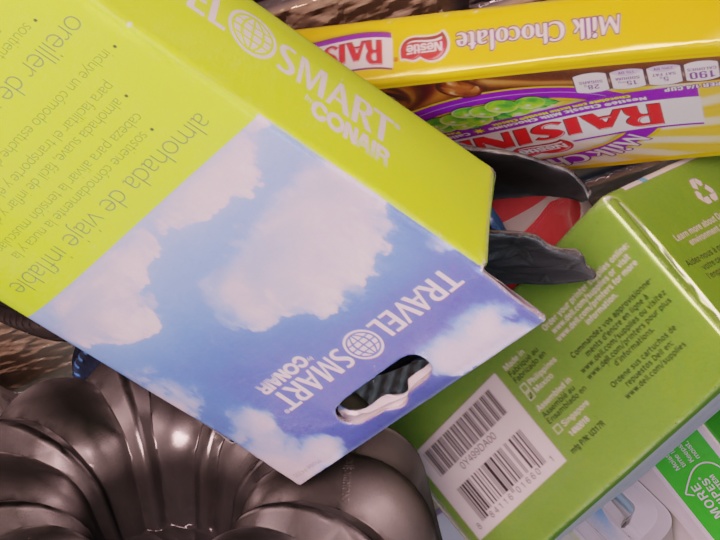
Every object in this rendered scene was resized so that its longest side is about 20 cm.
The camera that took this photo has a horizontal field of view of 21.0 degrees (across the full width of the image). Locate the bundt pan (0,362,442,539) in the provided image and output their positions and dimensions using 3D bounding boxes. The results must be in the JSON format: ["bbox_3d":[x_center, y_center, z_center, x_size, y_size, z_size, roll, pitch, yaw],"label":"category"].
[{"bbox_3d":[-0.063,0.094,0.650,0.201,0.202,0.076,-14,124,-16],"label":"bundt pan"}]

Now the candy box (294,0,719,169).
[{"bbox_3d":[0.033,-0.056,0.649,0.199,0.027,0.102,-5,165,13],"label":"candy box"}]

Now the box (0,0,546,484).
[{"bbox_3d":[-0.057,-0.025,0.554,0.200,0.048,0.122,34,132,-23],"label":"box"}]

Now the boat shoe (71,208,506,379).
[{"bbox_3d":[-0.039,0.019,0.751,0.199,0.069,0.084,-25,122,31],"label":"boat shoe"}]

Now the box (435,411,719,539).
[{"bbox_3d":[0.160,0.080,0.980,0.176,0.097,0.200,-37,-178,42],"label":"box"}]

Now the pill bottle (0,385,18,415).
[{"bbox_3d":[-0.184,0.089,0.770,0.114,0.115,0.200,-23,160,7],"label":"pill bottle"}]

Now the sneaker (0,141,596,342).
[{"bbox_3d":[-0.029,-0.005,0.661,0.199,0.060,0.104,-19,150,36],"label":"sneaker"}]

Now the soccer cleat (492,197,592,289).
[{"bbox_3d":[0.000,0.000,0.811,0.199,0.068,0.073,-22,133,28],"label":"soccer cleat"}]

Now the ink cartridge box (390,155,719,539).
[{"bbox_3d":[0.122,0.019,0.752,0.200,0.076,0.148,-26,162,-51],"label":"ink cartridge box"}]

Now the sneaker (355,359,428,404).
[{"bbox_3d":[0.031,0.040,0.940,0.200,0.073,0.114,-14,180,-31],"label":"sneaker"}]
